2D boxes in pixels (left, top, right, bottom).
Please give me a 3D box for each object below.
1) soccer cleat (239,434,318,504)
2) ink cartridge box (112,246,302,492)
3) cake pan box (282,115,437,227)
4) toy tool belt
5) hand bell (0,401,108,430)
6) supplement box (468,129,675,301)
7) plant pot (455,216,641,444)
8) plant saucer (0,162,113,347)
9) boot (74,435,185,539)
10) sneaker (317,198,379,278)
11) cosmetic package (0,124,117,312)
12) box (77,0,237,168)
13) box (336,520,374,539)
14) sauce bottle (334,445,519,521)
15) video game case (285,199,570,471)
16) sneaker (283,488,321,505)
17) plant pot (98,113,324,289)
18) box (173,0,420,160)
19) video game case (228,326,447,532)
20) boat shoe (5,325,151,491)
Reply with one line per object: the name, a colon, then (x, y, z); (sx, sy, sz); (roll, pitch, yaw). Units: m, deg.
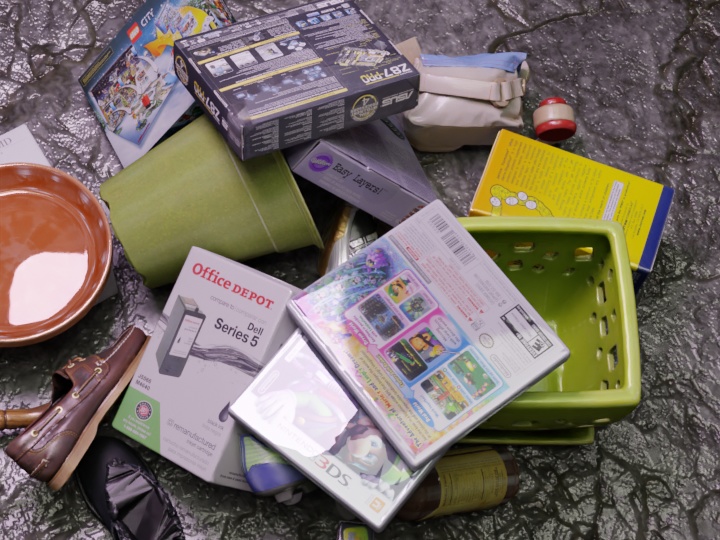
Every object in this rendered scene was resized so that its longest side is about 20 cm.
soccer cleat: (-0.027, 0.155, 1.433); (0.200, 0.065, 0.084); (-21, 90, -32)
ink cartridge box: (-0.134, 0.095, 1.464); (0.145, 0.084, 0.200); (22, 88, 36)
cake pan box: (-0.018, -0.141, 1.573); (0.052, 0.200, 0.184); (-46, 44, 20)
toy tool belt: (0.140, -0.208, 1.673); (0.199, 0.125, 0.123); (-2, 73, -5)
hand bell: (-0.354, 0.148, 1.500); (0.199, 0.104, 0.104); (-4, 64, -19)
supplement box: (0.220, -0.052, 1.610); (0.200, 0.109, 0.110); (20, 64, 6)
plant pot: (0.161, 0.074, 1.506); (0.198, 0.182, 0.200); (1, 64, -4)
plant saucer: (-0.351, -0.015, 1.517); (0.200, 0.032, 0.201); (1, 67, -2)
boot: (-0.220, 0.220, 1.420); (0.073, 0.163, 0.198); (-28, 68, -13)
sneaker: (0.000, 0.000, 1.600); (0.087, 0.076, 0.200); (16, 68, -12)
cosmetic package: (-0.350, -0.044, 1.587); (0.101, 0.071, 0.200); (-29, 70, -16)
box: (-0.213, -0.218, 1.625); (0.038, 0.200, 0.137); (1, 53, -53)
box: (-0.015, 0.348, 1.403); (0.035, 0.110, 0.200); (6, 65, -1)
sauce bottle: (0.064, 0.210, 1.455); (0.200, 0.065, 0.065); (-1, 61, -36)
video game case: (0.061, 0.055, 1.373); (0.182, 0.024, 0.200); (-34, 69, -13)
sneaker: (-0.066, 0.144, 1.527); (0.099, 0.071, 0.200); (-9, 54, -27)
plant pot: (-0.165, -0.074, 1.565); (0.190, 0.200, 0.200); (-25, 68, -3)
box: (-0.064, -0.198, 1.486); (0.200, 0.049, 0.161); (-20, 47, -23)
video game case: (0.009, 0.110, 1.376); (0.182, 0.023, 0.200); (36, 72, 16)
boat shoe: (-0.275, 0.122, 1.478); (0.070, 0.070, 0.200); (36, 48, -7)
